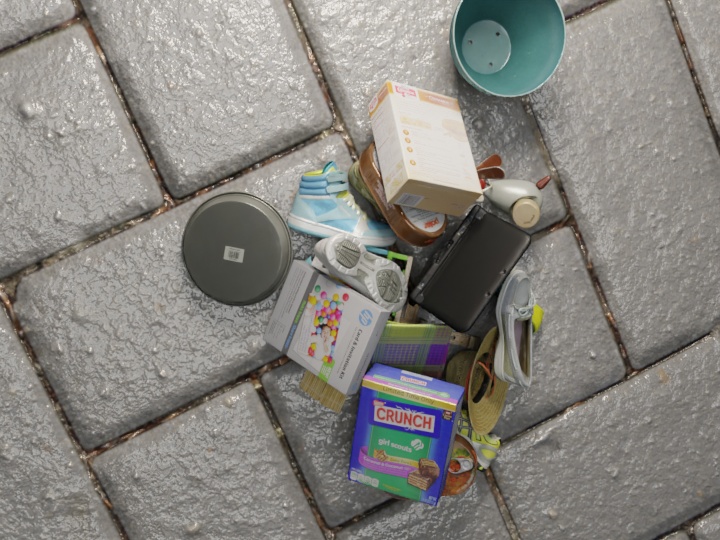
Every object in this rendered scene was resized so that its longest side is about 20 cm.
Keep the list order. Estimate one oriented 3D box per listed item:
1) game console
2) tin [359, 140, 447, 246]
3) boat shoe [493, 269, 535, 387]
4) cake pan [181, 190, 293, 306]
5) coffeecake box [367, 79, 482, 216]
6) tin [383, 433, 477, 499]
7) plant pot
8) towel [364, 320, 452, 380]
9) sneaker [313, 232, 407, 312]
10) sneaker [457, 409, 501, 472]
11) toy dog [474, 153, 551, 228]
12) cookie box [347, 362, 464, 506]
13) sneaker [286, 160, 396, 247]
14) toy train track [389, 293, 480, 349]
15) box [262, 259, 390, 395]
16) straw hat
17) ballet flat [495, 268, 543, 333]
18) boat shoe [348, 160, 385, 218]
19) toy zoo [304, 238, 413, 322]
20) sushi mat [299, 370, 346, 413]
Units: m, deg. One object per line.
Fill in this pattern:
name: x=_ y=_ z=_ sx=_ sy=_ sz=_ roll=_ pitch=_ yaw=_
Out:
game console: x=0.184 y=0.002 z=1.406 sx=0.116 sy=0.176 sz=0.201 roll=37 pitch=85 yaw=6
tin: x=0.073 y=-0.136 z=1.385 sx=0.111 sy=0.042 sz=0.202 roll=-22 pitch=76 yaw=-38
boat shoe: x=0.280 y=0.102 z=1.432 sx=0.074 sy=0.064 sz=0.206 roll=-5 pitch=104 yaw=-43
cake pan: x=-0.216 y=-0.034 z=1.403 sx=0.196 sy=0.037 sz=0.204 roll=0 pitch=100 yaw=2
coffeecake box: x=0.106 y=-0.205 z=1.367 sx=0.151 sy=0.073 sz=0.203 roll=8 pitch=58 yaw=-30
tin: x=0.116 y=0.352 z=1.476 sx=0.197 sy=0.042 sz=0.114 roll=-11 pitch=106 yaw=20
plant pot: x=0.238 y=-0.398 z=1.409 sx=0.196 sy=0.135 sz=0.204 roll=-1 pitch=96 yaw=-9
towel: x=0.081 y=0.155 z=1.438 sx=0.141 sy=0.023 sz=0.202 roll=1 pitch=137 yaw=-7
sneaker: x=0.000 y=0.000 z=1.411 sx=0.200 sy=0.099 sz=0.078 roll=42 pitch=74 yaw=-27
sneaker: x=0.183 y=0.281 z=1.509 sx=0.076 sy=0.075 sz=0.201 roll=-45 pitch=109 yaw=-15
toy dog: x=0.259 y=-0.161 z=1.452 sx=0.198 sy=0.133 sz=0.097 roll=23 pitch=114 yaw=-20
cookie box: x=0.077 y=0.282 z=1.406 sx=0.168 sy=0.075 sz=0.203 roll=13 pitch=110 yaw=14
sneaker: x=-0.022 y=-0.118 z=1.420 sx=0.196 sy=0.080 sz=0.133 roll=11 pitch=100 yaw=-11
toy train track: x=0.129 y=0.114 z=1.496 sx=0.197 sy=0.033 sz=0.117 roll=14 pitch=93 yaw=-11
box: x=-0.062 y=0.095 z=1.391 sx=0.198 sy=0.041 sz=0.158 roll=30 pitch=102 yaw=28
straw hat: x=0.202 y=0.192 z=1.479 sx=0.084 sy=0.200 sz=0.205 roll=8 pitch=96 yaw=31
ballet flat: x=0.272 y=0.029 z=1.502 sx=0.067 sy=0.067 sz=0.201 roll=-46 pitch=104 yaw=-24
boat shoe: x=0.065 y=-0.124 z=1.445 sx=0.200 sy=0.063 sz=0.073 roll=41 pitch=88 yaw=-10
toy zoo: x=-0.014 y=0.016 z=1.457 sx=0.196 sy=0.020 sz=0.134 roll=12 pitch=92 yaw=-1
sushi mat: x=-0.035 y=0.145 z=1.440 sx=0.095 sy=0.012 sz=0.202 roll=30 pitch=104 yaw=22
